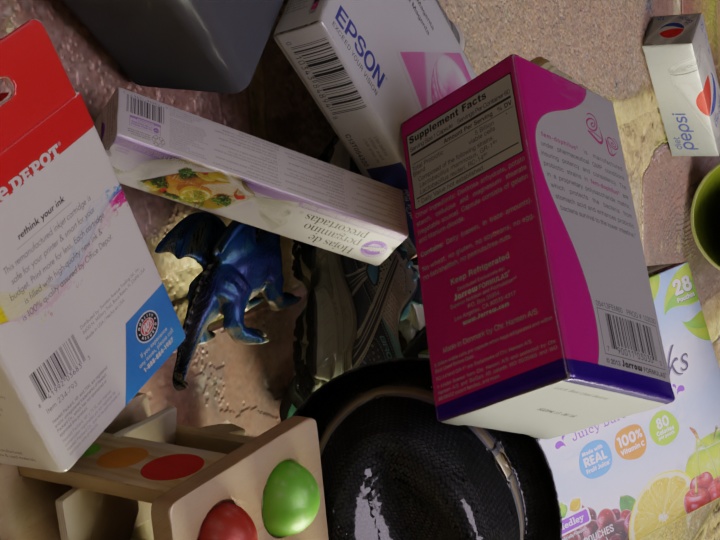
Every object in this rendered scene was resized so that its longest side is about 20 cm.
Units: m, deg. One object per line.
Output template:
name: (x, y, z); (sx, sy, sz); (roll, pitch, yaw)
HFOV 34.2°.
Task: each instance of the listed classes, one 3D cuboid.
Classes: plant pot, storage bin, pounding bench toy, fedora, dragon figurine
plant pot: (0.591, -0.071, 1.744); (0.200, 0.187, 0.188); (12, 82, -73)
storage bin: (-0.088, -0.204, 0.668); (0.134, 0.145, 0.200); (59, 44, -56)
pounding bench toy: (-0.082, 0.143, 0.672); (0.200, 0.156, 0.125); (-25, 113, -55)
fedora: (0.031, 0.157, 0.705); (0.092, 0.200, 0.201); (-41, 131, -81)
dragon figurine: (-0.088, -0.006, 0.741); (0.200, 0.059, 0.100); (-45, 127, -53)

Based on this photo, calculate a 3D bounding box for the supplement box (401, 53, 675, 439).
supplement box: (0.102, -0.011, 0.703); (0.101, 0.103, 0.201); (16, 60, -40)

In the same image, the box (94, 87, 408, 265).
box: (-0.063, -0.053, 0.706); (0.200, 0.039, 0.042); (17, 48, -29)

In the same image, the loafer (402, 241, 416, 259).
loafer: (0.053, -0.073, 0.967); (0.200, 0.075, 0.070); (-48, 157, -38)

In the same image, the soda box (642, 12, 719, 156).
soda box: (0.434, -0.243, 1.554); (0.064, 0.068, 0.200); (-63, 141, -33)

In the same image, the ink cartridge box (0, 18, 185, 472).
ink cartridge box: (-0.177, -0.012, 0.591); (0.116, 0.067, 0.200); (-52, 134, -44)

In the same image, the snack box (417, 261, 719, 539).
snack box: (0.158, 0.103, 0.812); (0.200, 0.068, 0.169); (-19, 94, -26)

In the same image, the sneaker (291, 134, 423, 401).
sneaker: (0.000, 0.000, 0.815); (0.086, 0.078, 0.201); (8, 67, -17)

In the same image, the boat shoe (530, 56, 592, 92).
boat shoe: (0.116, -0.066, 0.908); (0.072, 0.065, 0.200); (-34, 155, -54)

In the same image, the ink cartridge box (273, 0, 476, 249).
ink cartridge box: (0.030, -0.152, 0.802); (0.196, 0.043, 0.200); (54, 41, -38)

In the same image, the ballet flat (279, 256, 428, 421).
ballet flat: (0.016, 0.046, 0.861); (0.200, 0.068, 0.068); (-49, 157, -25)

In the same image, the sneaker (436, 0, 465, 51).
sneaker: (0.016, -0.166, 0.897); (0.116, 0.075, 0.200); (60, 34, -34)
